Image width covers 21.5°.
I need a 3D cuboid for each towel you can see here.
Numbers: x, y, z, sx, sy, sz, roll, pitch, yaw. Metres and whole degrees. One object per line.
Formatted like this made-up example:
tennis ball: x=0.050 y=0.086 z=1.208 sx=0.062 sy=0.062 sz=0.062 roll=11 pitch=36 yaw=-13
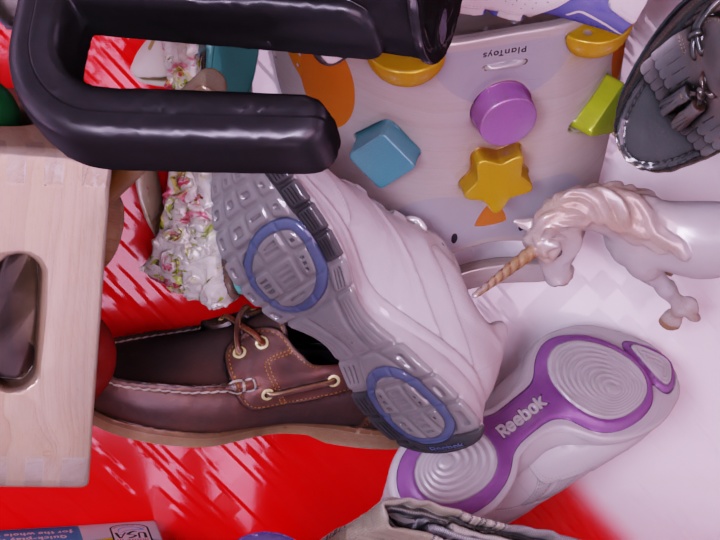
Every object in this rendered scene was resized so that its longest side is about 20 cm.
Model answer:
towel: x=0.060 y=0.164 z=1.014 sx=0.192 sy=0.200 sz=0.035 roll=18 pitch=65 yaw=-18

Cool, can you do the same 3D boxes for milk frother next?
milk frother: x=-0.064 y=-0.152 z=0.731 sx=0.187 sy=0.181 sz=0.201 roll=5 pitch=142 yaw=12

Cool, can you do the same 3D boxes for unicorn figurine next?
unicorn figurine: x=0.171 y=-0.008 z=1.006 sx=0.199 sy=0.074 sz=0.137 roll=-11 pitch=151 yaw=17

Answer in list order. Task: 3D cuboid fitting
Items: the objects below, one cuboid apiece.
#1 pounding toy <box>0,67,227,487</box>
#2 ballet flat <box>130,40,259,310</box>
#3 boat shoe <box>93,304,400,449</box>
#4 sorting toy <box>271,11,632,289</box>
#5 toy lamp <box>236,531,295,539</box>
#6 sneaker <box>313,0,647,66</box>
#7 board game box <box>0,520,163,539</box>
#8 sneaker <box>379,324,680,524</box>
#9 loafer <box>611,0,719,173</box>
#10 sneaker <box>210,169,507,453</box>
pounding toy: x=-0.157 y=-0.014 z=0.892 sx=0.141 sy=0.184 sz=0.201 roll=3 pitch=105 yaw=-16
ballet flat: x=-0.086 y=-0.079 z=0.959 sx=0.064 sy=0.076 sz=0.201 roll=5 pitch=101 yaw=18
boat shoe: x=-0.050 y=0.049 z=0.996 sx=0.199 sy=0.071 sz=0.071 roll=2 pitch=126 yaw=-25
sorting toy: x=0.062 y=-0.065 z=0.999 sx=0.199 sy=0.107 sz=0.181 roll=-11 pitch=127 yaw=-12
toy lamp: x=-0.062 y=0.169 z=0.966 sx=0.058 sy=0.200 sz=0.059 roll=2 pitch=78 yaw=-11
sneaker: x=0.026 y=-0.147 z=0.895 sx=0.198 sy=0.081 sz=0.115 roll=21 pitch=120 yaw=-20
board game box: x=-0.160 y=0.183 z=0.938 sx=0.150 sy=0.200 sz=0.047 roll=-2 pitch=104 yaw=-15
sneaker: x=0.088 y=0.095 z=1.059 sx=0.199 sy=0.100 sz=0.075 roll=-24 pitch=70 yaw=-25
loafer: x=0.190 y=-0.113 z=0.897 sx=0.072 sy=0.063 sz=0.200 roll=49 pitch=121 yaw=0
sneaker: x=0.000 y=0.000 z=0.957 sx=0.200 sy=0.074 sz=0.087 roll=51 pitch=45 yaw=-20
